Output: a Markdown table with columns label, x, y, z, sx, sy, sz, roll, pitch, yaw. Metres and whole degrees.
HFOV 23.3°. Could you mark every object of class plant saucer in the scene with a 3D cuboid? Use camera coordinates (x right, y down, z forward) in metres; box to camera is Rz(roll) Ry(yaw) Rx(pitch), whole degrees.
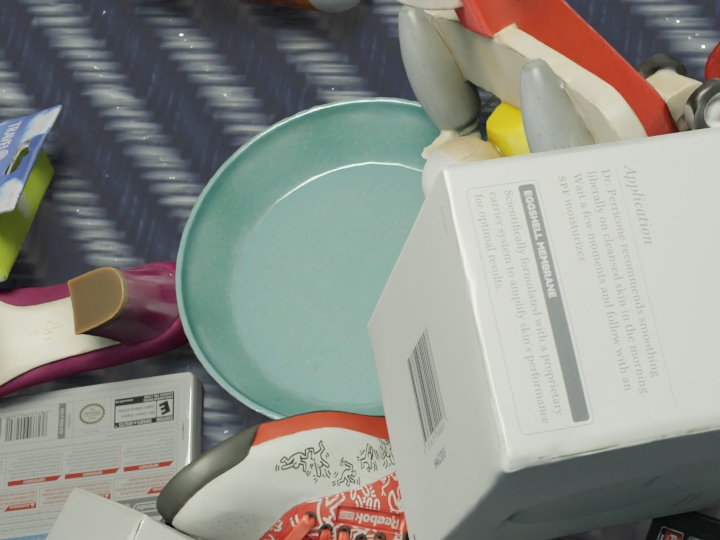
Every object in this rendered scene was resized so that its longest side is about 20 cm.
| label | x | y | z | sx | sy | sz | roll | pitch | yaw |
| --- | --- | --- | --- | --- | --- | --- | --- | --- | --- |
| plant saucer | 0.000 | 0.000 | 0.940 | 0.198 | 0.036 | 0.202 | -5 | 61 | 8 |

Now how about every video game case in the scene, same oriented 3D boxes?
| label | x | y | z | sx | sy | sz | roll | pitch | yaw |
| --- | --- | --- | --- | --- | --- | --- | --- | --- | --- |
| video game case | -0.155 | 0.161 | 0.951 | 0.142 | 0.018 | 0.202 | -8 | 65 | 16 |

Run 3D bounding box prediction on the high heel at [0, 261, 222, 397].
| label | x | y | z | sx | sy | sz | roll | pitch | yaw |
| --- | --- | --- | --- | --- | --- | --- | --- | --- | --- |
| high heel | -0.170 | 0.035 | 1.005 | 0.199 | 0.096 | 0.068 | -23 | 70 | 33 |

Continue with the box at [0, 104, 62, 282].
| label | x | y | z | sx | sy | sz | roll | pitch | yaw |
| --- | --- | --- | --- | --- | --- | --- | --- | --- | --- |
| box | -0.269 | -0.027 | 1.028 | 0.198 | 0.048 | 0.122 | -14 | 33 | 15 |

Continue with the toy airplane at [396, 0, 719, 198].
| label | x | y | z | sx | sy | sz | roll | pitch | yaw |
| --- | --- | --- | --- | --- | --- | --- | --- | --- | --- |
| toy airplane | 0.073 | -0.088 | 0.844 | 0.199 | 0.200 | 0.141 | 40 | 93 | 19 |

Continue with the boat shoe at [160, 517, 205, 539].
| label | x | y | z | sx | sy | sz | roll | pitch | yaw |
| --- | --- | --- | --- | --- | --- | --- | --- | --- | --- |
| boat shoe | -0.094 | 0.177 | 0.880 | 0.073 | 0.063 | 0.202 | 26 | 74 | 14 |

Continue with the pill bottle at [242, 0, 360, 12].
| label | x | y | z | sx | sy | sz | roll | pitch | yaw |
| --- | --- | --- | --- | --- | --- | --- | --- | --- | --- |
| pill bottle | -0.090 | -0.220 | 1.036 | 0.198 | 0.112 | 0.113 | 12 | 72 | 24 |

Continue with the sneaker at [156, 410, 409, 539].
| label | x | y | z | sx | sy | sz | roll | pitch | yaw |
| --- | --- | --- | --- | --- | --- | --- | --- | --- | --- |
| sneaker | 0.004 | 0.127 | 0.815 | 0.067 | 0.200 | 0.109 | -44 | 63 | 32 |

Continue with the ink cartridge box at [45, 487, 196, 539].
| label | x | y | z | sx | sy | sz | roll | pitch | yaw |
| --- | --- | --- | --- | --- | --- | --- | --- | --- | --- |
| ink cartridge box | -0.049 | 0.182 | 0.778 | 0.199 | 0.147 | 0.086 | 33 | 77 | -17 |

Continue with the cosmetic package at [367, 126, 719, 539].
| label | x | y | z | sx | sy | sz | roll | pitch | yaw |
| --- | --- | --- | --- | --- | --- | --- | --- | --- | --- |
| cosmetic package | 0.121 | 0.032 | 0.734 | 0.198 | 0.200 | 0.124 | -8 | 72 | -11 |

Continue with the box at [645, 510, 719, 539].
| label | x | y | z | sx | sy | sz | roll | pitch | yaw |
| --- | --- | --- | --- | --- | --- | --- | --- | --- | --- |
| box | 0.176 | 0.226 | 0.786 | 0.157 | 0.048 | 0.201 | 18 | 75 | 26 |

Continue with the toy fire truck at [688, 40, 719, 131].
| label | x | y | z | sx | sy | sz | roll | pitch | yaw |
| --- | --- | --- | --- | --- | --- | --- | --- | --- | --- |
| toy fire truck | 0.237 | -0.067 | 0.864 | 0.167 | 0.112 | 0.202 | -29 | 62 | 31 |
